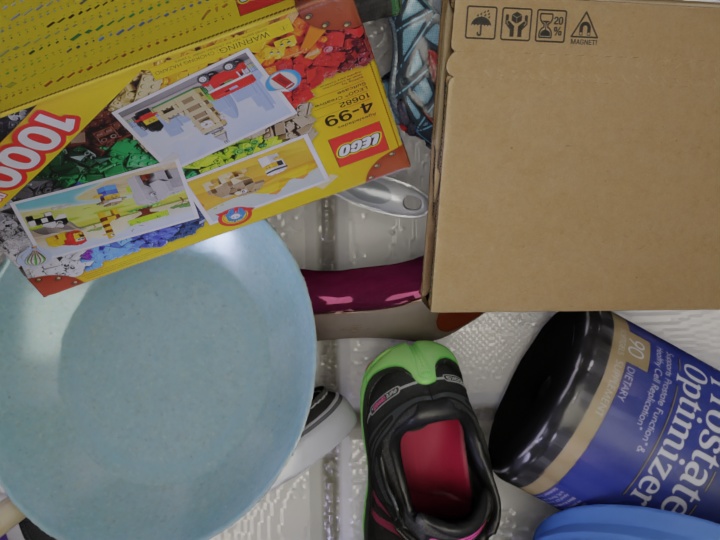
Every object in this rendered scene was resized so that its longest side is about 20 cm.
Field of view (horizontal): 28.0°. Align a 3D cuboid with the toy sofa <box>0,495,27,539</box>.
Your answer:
[{"bbox_3d":[-0.187,0.226,0.770,0.097,0.083,0.200,-2,111,34],"label":"toy sofa"}]

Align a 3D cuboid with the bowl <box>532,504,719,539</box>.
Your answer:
[{"bbox_3d":[0.179,0.188,0.786,0.200,0.201,0.039,29,61,-8],"label":"bowl"}]

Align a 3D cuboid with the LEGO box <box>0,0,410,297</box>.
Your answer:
[{"bbox_3d":[-0.092,-0.081,0.684,0.200,0.149,0.077,-20,61,3],"label":"LEGO box"}]

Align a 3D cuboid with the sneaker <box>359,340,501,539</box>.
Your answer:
[{"bbox_3d":[0.039,0.139,0.801,0.077,0.084,0.200,-15,116,-4],"label":"sneaker"}]

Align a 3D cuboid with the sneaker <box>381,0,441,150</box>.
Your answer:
[{"bbox_3d":[0.052,-0.097,0.797,0.095,0.079,0.200,-23,92,10],"label":"sneaker"}]

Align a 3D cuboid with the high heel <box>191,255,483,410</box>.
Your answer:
[{"bbox_3d":[0.000,0.000,0.811,0.200,0.067,0.096,-22,63,-18],"label":"high heel"}]

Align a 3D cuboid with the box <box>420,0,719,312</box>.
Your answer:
[{"bbox_3d":[0.133,-0.058,0.750,0.199,0.021,0.164,0,104,-16],"label":"box"}]

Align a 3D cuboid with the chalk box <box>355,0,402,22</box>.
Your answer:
[{"bbox_3d":[-0.050,-0.196,0.718,0.200,0.125,0.124,-16,61,-5],"label":"chalk box"}]

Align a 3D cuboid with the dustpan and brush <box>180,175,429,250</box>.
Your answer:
[{"bbox_3d":[-0.059,-0.064,0.787,0.200,0.057,0.140,16,96,-7],"label":"dustpan and brush"}]

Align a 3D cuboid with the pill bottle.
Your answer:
[{"bbox_3d":[0.182,0.108,0.808,0.200,0.112,0.112,28,94,-8],"label":"pill bottle"}]

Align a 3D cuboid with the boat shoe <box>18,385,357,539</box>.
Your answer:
[{"bbox_3d":[-0.102,0.104,0.807,0.200,0.070,0.066,-25,101,6],"label":"boat shoe"}]

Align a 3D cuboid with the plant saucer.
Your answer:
[{"bbox_3d":[-0.110,0.050,0.761,0.200,0.039,0.202,-3,79,18],"label":"plant saucer"}]
